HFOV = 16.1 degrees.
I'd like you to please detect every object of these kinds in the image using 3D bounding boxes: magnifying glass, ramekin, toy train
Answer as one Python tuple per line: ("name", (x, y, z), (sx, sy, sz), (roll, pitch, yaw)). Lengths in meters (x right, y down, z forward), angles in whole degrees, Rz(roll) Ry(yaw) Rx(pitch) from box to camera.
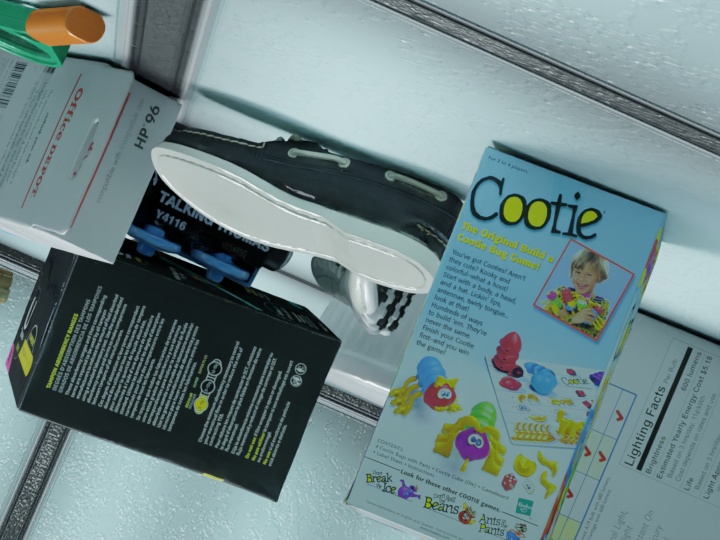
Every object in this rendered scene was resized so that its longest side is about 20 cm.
("magnifying glass", (-0.195, -0.146, 1.523), (0.079, 0.022, 0.200), (26, 175, -24))
("ramekin", (0.054, 0.071, 2.103), (0.202, 0.095, 0.202), (24, 174, 3))
("toy train", (-0.142, -0.054, 1.818), (0.199, 0.087, 0.114), (25, 180, -15))

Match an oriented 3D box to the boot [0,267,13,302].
("boot", (-0.319, -0.079, 1.886), (0.200, 0.156, 0.073), (29, 175, 6))

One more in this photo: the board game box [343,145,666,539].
("board game box", (0.079, 0.053, 1.352), (0.105, 0.201, 0.103), (21, 174, 8))

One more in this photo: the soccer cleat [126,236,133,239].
("soccer cleat", (-0.153, -0.044, 1.987), (0.086, 0.070, 0.200), (26, 173, -20))

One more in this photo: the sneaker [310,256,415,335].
("sneaker", (0.000, 0.000, 1.833), (0.081, 0.075, 0.200), (32, 174, 4))

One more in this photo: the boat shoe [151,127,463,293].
("boat shoe", (-0.032, -0.049, 1.556), (0.199, 0.060, 0.074), (20, 154, 20))

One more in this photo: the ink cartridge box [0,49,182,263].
("ink cartridge box", (-0.190, -0.074, 1.649), (0.068, 0.116, 0.200), (26, 174, -33))

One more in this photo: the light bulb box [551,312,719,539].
("light bulb box", (0.175, 0.135, 1.718), (0.199, 0.199, 0.125), (23, 172, 10))

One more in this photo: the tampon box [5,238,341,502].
("tampon box", (-0.139, 0.061, 1.824), (0.199, 0.127, 0.150), (21, -175, -13))
